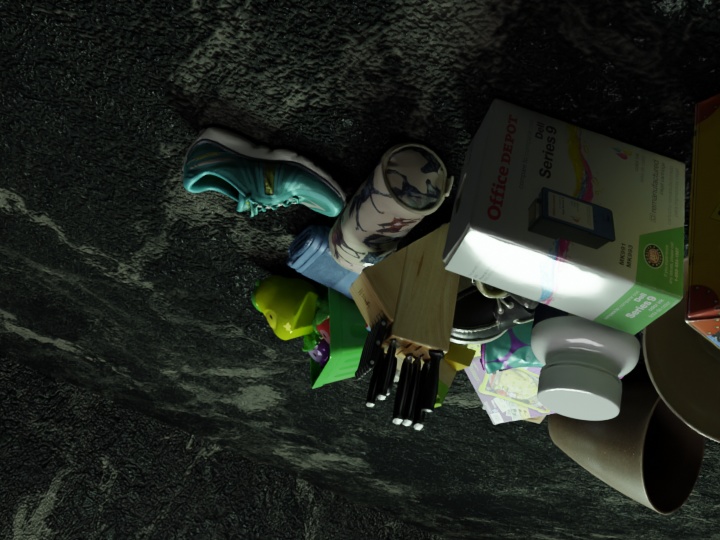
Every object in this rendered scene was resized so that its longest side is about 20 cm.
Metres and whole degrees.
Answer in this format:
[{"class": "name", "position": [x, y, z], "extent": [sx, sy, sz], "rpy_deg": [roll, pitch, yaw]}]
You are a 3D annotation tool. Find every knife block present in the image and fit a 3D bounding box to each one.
[{"class": "knife block", "position": [0.073, 0.064, 0.765], "extent": [0.178, 0.197, 0.064], "rpy_deg": [58, 155, 8]}]

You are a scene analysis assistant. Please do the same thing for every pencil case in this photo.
[{"class": "pencil case", "position": [0.031, -0.064, 0.775], "extent": [0.087, 0.080, 0.200], "rpy_deg": [11, 156, -16]}, {"class": "pencil case", "position": [0.251, 0.097, 0.899], "extent": [0.194, 0.095, 0.085], "rpy_deg": [4, -167, 1]}]

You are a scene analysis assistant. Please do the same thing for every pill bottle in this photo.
[{"class": "pill bottle", "position": [0.239, 0.045, 0.715], "extent": [0.108, 0.205, 0.112], "rpy_deg": [13, 154, 6]}]

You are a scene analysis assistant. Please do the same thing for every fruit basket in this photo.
[{"class": "fruit basket", "position": [-0.075, 0.086, 1.071], "extent": [0.209, 0.160, 0.217], "rpy_deg": [-2, 157, -1]}]

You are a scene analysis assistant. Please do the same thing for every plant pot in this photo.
[{"class": "plant pot", "position": [0.400, 0.063, 0.707], "extent": [0.195, 0.207, 0.134], "rpy_deg": [4, -173, 25]}, {"class": "plant pot", "position": [0.403, 0.254, 1.075], "extent": [0.186, 0.191, 0.198], "rpy_deg": [35, 162, -33]}]

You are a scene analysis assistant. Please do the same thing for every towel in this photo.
[{"class": "towel", "position": [0.000, 0.000, 0.950], "extent": [0.197, 0.050, 0.111], "rpy_deg": [28, 152, -18]}]

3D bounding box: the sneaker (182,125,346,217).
[{"class": "sneaker", "position": [-0.113, -0.096, 0.798], "extent": [0.195, 0.081, 0.078], "rpy_deg": [16, 154, 1]}]

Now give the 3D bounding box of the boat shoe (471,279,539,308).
[{"class": "boat shoe", "position": [0.149, -0.004, 0.757], "extent": [0.072, 0.066, 0.200], "rpy_deg": [28, 180, -12]}]

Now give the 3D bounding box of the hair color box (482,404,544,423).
[{"class": "hair color box", "position": [0.269, 0.185, 1.123], "extent": [0.106, 0.066, 0.201], "rpy_deg": [13, 155, 8]}]

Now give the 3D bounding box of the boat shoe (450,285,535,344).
[{"class": "boat shoe", "position": [0.184, 0.034, 0.813], "extent": [0.194, 0.076, 0.061], "rpy_deg": [-10, 154, -8]}]

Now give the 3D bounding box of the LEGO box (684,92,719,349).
[{"class": "LEGO box", "position": [0.320, -0.053, 0.481], "extent": [0.076, 0.204, 0.148], "rpy_deg": [29, 152, -25]}]

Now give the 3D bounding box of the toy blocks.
[{"class": "toy blocks", "position": [0.079, 0.049, 0.865], "extent": [0.136, 0.202, 0.099], "rpy_deg": [40, 147, -13]}]

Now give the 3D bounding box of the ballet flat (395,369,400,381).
[{"class": "ballet flat", "position": [0.087, 0.100, 0.965], "extent": [0.070, 0.200, 0.074], "rpy_deg": [5, 110, 14]}]

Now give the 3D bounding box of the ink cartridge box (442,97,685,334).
[{"class": "ink cartridge box", "position": [0.188, -0.050, 0.629], "extent": [0.195, 0.148, 0.088], "rpy_deg": [18, 153, -1]}]

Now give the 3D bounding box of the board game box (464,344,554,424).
[{"class": "board game box", "position": [0.214, 0.139, 1.003], "extent": [0.118, 0.033, 0.203], "rpy_deg": [-14, 119, 30]}]
